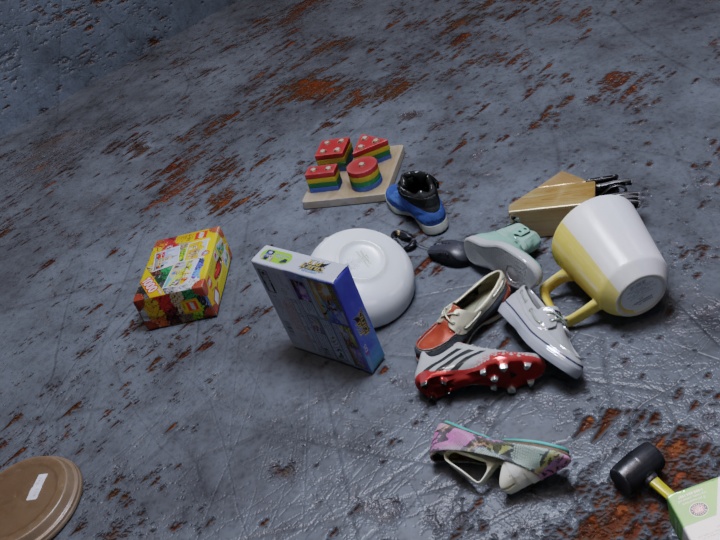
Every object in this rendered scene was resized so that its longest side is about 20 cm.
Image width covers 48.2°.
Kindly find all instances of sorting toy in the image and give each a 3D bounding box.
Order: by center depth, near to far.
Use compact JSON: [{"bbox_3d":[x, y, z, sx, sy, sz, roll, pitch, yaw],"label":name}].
[{"bbox_3d":[-0.019,-0.230,1.782,0.196,0.070,0.201,-4,38,20],"label":"sorting toy"}]

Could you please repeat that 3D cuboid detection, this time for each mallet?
[{"bbox_3d":[0.374,0.286,0.941,0.065,0.042,0.200,-26,40,-9],"label":"mallet"}]

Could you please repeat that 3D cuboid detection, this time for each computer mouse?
[{"bbox_3d":[0.129,-0.051,1.505,0.198,0.034,0.059,19,51,42],"label":"computer mouse"}]

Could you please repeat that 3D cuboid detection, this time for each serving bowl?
[{"bbox_3d":[0.000,0.000,1.402,0.197,0.066,0.202,2,54,-2],"label":"serving bowl"}]

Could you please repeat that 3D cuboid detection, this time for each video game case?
[{"bbox_3d":[-0.067,0.062,1.298,0.180,0.202,0.046,15,50,38],"label":"video game case"}]

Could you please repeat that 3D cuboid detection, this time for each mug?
[{"bbox_3d":[0.389,0.003,1.253,0.147,0.188,0.154,5,37,-24],"label":"mug"}]

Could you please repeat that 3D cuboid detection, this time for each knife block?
[{"bbox_3d":[0.387,-0.104,1.427,0.199,0.065,0.175,-32,36,-17],"label":"knife block"}]

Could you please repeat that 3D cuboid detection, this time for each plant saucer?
[{"bbox_3d":[-0.533,0.366,1.262,0.197,0.030,0.201,-13,35,9],"label":"plant saucer"}]

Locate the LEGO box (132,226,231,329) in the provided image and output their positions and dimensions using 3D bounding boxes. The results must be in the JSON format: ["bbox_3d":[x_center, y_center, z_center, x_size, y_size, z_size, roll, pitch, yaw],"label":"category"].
[{"bbox_3d":[-0.350,0.013,1.605,0.147,0.078,0.201,-12,36,10],"label":"LEGO box"}]

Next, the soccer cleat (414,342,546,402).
[{"bbox_3d":[0.175,0.140,1.201,0.197,0.069,0.086,-13,39,17],"label":"soccer cleat"}]

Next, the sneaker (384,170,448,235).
[{"bbox_3d":[0.101,-0.158,1.593,0.076,0.112,0.200,-26,35,-11],"label":"sneaker"}]

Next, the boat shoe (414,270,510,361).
[{"bbox_3d":[0.163,0.075,1.296,0.199,0.063,0.071,-34,39,-18],"label":"boat shoe"}]

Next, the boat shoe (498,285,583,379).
[{"bbox_3d":[0.275,0.082,1.206,0.067,0.073,0.200,-54,36,10],"label":"boat shoe"}]

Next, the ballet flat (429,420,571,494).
[{"bbox_3d":[0.178,0.251,1.060,0.198,0.069,0.072,6,60,37],"label":"ballet flat"}]

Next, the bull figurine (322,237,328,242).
[{"bbox_3d":[-0.064,0.016,1.466,0.199,0.066,0.122,-29,63,-25],"label":"bull figurine"}]

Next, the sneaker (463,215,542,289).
[{"bbox_3d":[0.273,-0.036,1.363,0.117,0.075,0.200,-22,25,-17],"label":"sneaker"}]

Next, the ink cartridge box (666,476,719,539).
[{"bbox_3d":[0.416,0.315,0.830,0.116,0.068,0.201,-21,45,5],"label":"ink cartridge box"}]
